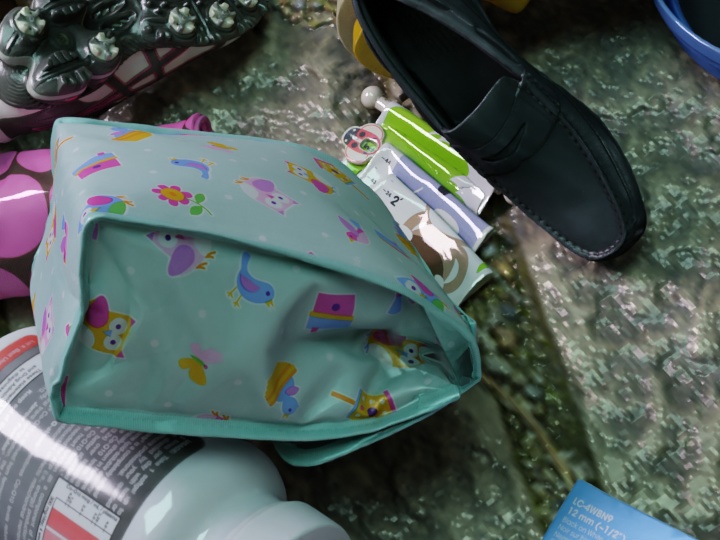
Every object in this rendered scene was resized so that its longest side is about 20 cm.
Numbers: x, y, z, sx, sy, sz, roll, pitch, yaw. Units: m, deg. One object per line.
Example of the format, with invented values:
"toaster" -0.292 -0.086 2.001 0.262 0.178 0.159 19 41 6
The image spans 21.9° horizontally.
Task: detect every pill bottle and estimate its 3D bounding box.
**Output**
"pill bottle" -0.108 0.117 0.902 0.199 0.116 0.116 28 69 31

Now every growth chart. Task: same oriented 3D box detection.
"growth chart" 0.000 0.000 1.009 0.144 0.018 0.200 30 70 30

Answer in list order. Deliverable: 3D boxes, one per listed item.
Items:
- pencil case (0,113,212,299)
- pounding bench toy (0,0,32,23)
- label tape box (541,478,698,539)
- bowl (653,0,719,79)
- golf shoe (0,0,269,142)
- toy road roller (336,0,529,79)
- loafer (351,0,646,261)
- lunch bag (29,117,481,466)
"pencil case" -0.169 -0.036 1.046 0.198 0.092 0.094 -7 21 10
"pounding bench toy" -0.312 -0.204 1.153 0.198 0.156 0.125 0 57 17
"label tape box" 0.083 0.186 0.806 0.143 0.066 0.201 25 74 41
"bowl" 0.258 -0.177 1.035 0.199 0.039 0.202 -8 56 12
"golf shoe" -0.142 -0.137 1.094 0.199 0.088 0.077 -27 78 -41
"toy road roller" 0.085 -0.193 1.041 0.145 0.200 0.124 21 42 -17
"loafer" 0.068 -0.080 0.961 0.201 0.068 0.070 49 34 -1
"lunch bag" -0.052 0.008 0.899 0.198 0.123 0.170 8 19 -18
